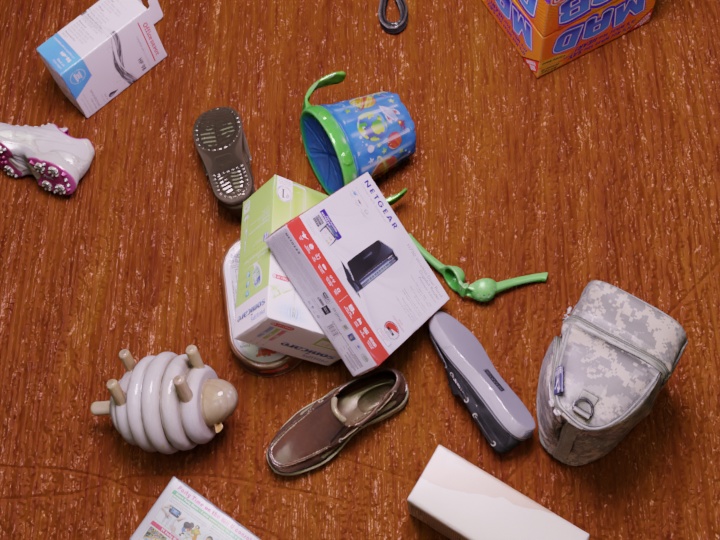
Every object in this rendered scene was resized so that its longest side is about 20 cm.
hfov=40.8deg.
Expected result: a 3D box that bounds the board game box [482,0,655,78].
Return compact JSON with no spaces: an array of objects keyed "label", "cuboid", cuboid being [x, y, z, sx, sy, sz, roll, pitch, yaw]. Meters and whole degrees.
[{"label":"board game box","cuboid":[0.292,-0.444,1.379,0.198,0.200,0.201,-27,67,-7]}]

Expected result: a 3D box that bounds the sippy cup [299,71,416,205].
[{"label":"sippy cup","cuboid":[0.002,-0.182,1.338,0.129,0.179,0.139,-26,26,-17]}]

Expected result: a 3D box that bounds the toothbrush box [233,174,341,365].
[{"label":"toothbrush box","cuboid":[-0.075,0.001,1.238,0.145,0.086,0.202,20,57,-31]}]

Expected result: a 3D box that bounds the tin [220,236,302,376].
[{"label":"tin","cuboid":[-0.129,0.042,1.299,0.111,0.042,0.202,-13,66,4]}]

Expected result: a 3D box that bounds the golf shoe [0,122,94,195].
[{"label":"golf shoe","cuboid":[-0.478,-0.180,1.415,0.198,0.076,0.092,25,56,12]}]

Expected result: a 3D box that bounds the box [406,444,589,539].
[{"label":"box","cuboid":[0.158,0.296,1.133,0.199,0.095,0.078,29,72,15]}]

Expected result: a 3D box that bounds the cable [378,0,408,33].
[{"label":"cable","cuboid":[0.048,-0.462,1.489,0.096,0.050,0.202,13,67,8]}]

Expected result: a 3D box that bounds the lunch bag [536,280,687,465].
[{"label":"lunch bag","cuboid":[0.278,0.133,1.134,0.138,0.200,0.169,28,70,16]}]

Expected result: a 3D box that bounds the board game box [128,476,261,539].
[{"label":"board game box","cuboid":[-0.220,0.373,1.150,0.147,0.064,0.201,31,74,16]}]

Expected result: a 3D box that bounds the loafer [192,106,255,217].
[{"label":"loafer","cuboid":[-0.192,-0.152,1.374,0.075,0.068,0.201,-11,51,-3]}]

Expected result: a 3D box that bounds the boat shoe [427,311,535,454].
[{"label":"boat shoe","cuboid":[0.139,0.140,1.218,0.057,0.068,0.201,-49,60,25]}]

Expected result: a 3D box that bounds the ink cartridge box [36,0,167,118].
[{"label":"ink cartridge box","cuboid":[-0.365,-0.336,1.438,0.200,0.116,0.067,-42,69,-12]}]

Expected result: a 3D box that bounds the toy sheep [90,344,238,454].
[{"label":"toy sheep","cuboid":[-0.245,0.163,1.206,0.198,0.138,0.139,-1,66,17]}]

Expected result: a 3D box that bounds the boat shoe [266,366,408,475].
[{"label":"boat shoe","cuboid":[-0.033,0.180,1.208,0.201,0.075,0.075,-34,68,-9]}]

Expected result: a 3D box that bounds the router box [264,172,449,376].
[{"label":"router box","cuboid":[0.000,0.000,1.208,0.201,0.049,0.179,56,44,-4]}]

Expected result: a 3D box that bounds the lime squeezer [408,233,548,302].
[{"label":"lime squeezer","cuboid":[0.145,0.002,1.290,0.198,0.038,0.071,16,69,13]}]
